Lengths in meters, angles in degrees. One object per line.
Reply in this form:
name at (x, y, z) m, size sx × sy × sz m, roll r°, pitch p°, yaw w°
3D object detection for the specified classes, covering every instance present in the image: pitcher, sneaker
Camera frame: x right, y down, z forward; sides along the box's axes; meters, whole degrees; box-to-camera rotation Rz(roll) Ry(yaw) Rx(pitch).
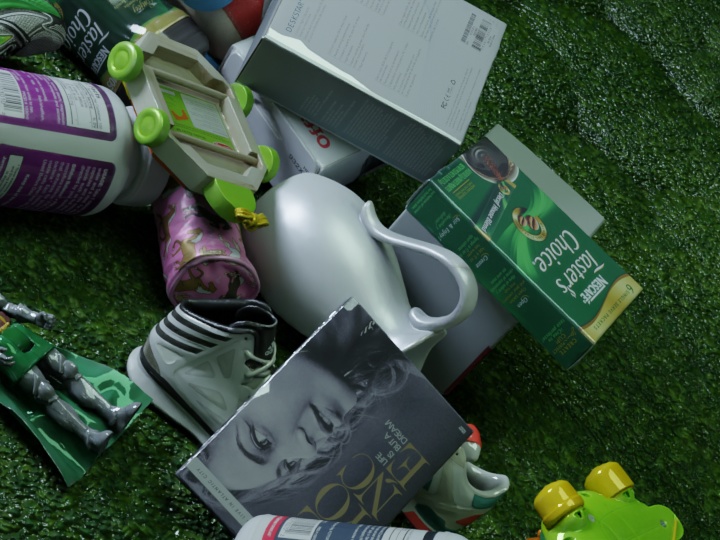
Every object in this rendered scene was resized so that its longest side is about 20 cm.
pitcher at (0.000, 0.000, 1.681) m, size 0.200 × 0.172 × 0.121 m, roll 53°, pitch 30°, yaw 17°
sneaker at (0.044, 0.136, 1.592) m, size 0.200 × 0.093 × 0.070 m, roll 49°, pitch 20°, yaw -28°
sneaker at (-0.334, -0.183, 1.669) m, size 0.200 × 0.078 × 0.085 m, roll -19°, pitch 72°, yaw -41°
sneaker at (-0.081, 0.099, 1.545) m, size 0.200 × 0.115 × 0.076 m, roll 38°, pitch 35°, yaw -4°

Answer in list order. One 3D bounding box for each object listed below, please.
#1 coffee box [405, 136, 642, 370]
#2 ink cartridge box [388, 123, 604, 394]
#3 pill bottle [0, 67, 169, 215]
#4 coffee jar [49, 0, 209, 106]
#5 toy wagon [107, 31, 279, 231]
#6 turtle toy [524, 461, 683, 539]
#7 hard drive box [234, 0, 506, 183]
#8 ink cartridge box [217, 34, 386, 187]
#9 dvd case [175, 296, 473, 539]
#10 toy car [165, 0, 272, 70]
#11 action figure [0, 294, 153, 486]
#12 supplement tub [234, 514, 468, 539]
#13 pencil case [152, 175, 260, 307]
coffee box at (0.144, -0.018, 1.694) m, size 0.200 × 0.044 × 0.123 m, roll 46°, pitch 37°, yaw 5°
ink cartridge box at (0.105, -0.014, 1.818) m, size 0.145 × 0.145 × 0.200 m, roll 43°, pitch 34°, yaw 4°
pill bottle at (-0.258, -0.104, 1.607) m, size 0.200 × 0.112 × 0.112 m, roll 7°, pitch 46°, yaw -39°
coffee jar at (-0.233, -0.233, 1.779) m, size 0.200 × 0.104 × 0.085 m, roll 43°, pitch 44°, yaw 5°
toy wagon at (-0.133, -0.111, 1.634) m, size 0.155 × 0.040 × 0.200 m, roll 16°, pitch 44°, yaw -52°
turtle toy at (0.216, 0.248, 1.672) m, size 0.200 × 0.101 × 0.146 m, roll -11°, pitch 60°, yaw -49°
hard drive box at (0.011, -0.196, 1.750) m, size 0.200 × 0.077 × 0.156 m, roll 29°, pitch 55°, yaw -9°
ink cartridge box at (-0.018, -0.164, 1.819) m, size 0.200 × 0.084 × 0.145 m, roll -27°, pitch 76°, yaw -35°
dvd case at (-0.025, 0.141, 1.518) m, size 0.200 × 0.016 × 0.149 m, roll -45°, pitch 99°, yaw -20°
toy car at (-0.104, -0.313, 1.839) m, size 0.177 × 0.200 × 0.184 m, roll 48°, pitch -8°, yaw 20°
action figure at (-0.261, 0.062, 1.477) m, size 0.200 × 0.055 × 0.118 m, roll 38°, pitch 37°, yaw 3°
supplement tub at (0.008, 0.249, 1.375) m, size 0.200 × 0.141 × 0.140 m, roll 4°, pitch 35°, yaw 11°
pencil case at (-0.141, -0.052, 1.685) m, size 0.086 × 0.083 × 0.200 m, roll 15°, pitch 41°, yaw -32°
